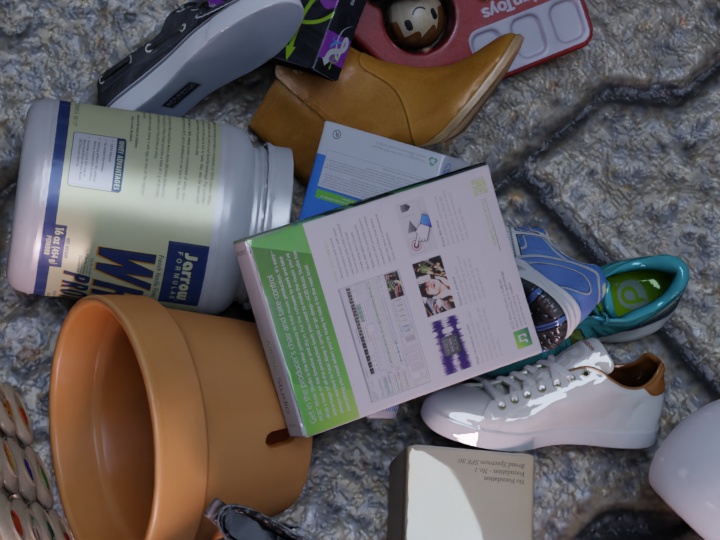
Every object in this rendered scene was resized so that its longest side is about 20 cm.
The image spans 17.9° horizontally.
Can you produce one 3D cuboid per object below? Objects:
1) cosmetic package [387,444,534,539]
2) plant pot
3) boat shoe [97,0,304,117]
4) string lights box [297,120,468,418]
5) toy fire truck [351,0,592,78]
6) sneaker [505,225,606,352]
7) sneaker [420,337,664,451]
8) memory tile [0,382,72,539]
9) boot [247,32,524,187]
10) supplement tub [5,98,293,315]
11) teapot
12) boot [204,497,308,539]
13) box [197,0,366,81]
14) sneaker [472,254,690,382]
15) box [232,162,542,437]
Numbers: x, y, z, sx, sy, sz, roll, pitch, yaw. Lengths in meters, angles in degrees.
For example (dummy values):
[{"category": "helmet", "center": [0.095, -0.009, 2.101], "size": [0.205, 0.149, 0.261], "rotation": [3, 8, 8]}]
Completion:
[{"category": "cosmetic package", "center": [0.072, 0.238, 1.698], "size": [0.103, 0.073, 0.202], "rotation": [4, 73, -10]}, {"category": "plant pot", "center": [-0.126, 0.113, 1.644], "size": [0.139, 0.200, 0.202], "rotation": [-4, 75, -30]}, {"category": "boat shoe", "center": [-0.128, -0.170, 1.731], "size": [0.070, 0.200, 0.067], "rotation": [9, 53, -48]}, {"category": "string lights box", "center": [0.000, 0.000, 1.703], "size": [0.102, 0.059, 0.202], "rotation": [18, 94, 22]}, {"category": "toy fire truck", "center": [0.075, -0.223, 1.815], "size": [0.199, 0.112, 0.169], "rotation": [-23, 99, -15]}, {"category": "sneaker", "center": [0.101, 0.000, 1.738], "size": [0.077, 0.076, 0.199], "rotation": [-29, 43, -33]}, {"category": "sneaker", "center": [0.141, 0.087, 1.734], "size": [0.198, 0.073, 0.085], "rotation": [0, 114, -24]}, {"category": "memory tile", "center": [-0.245, 0.138, 1.600], "size": [0.017, 0.200, 0.154], "rotation": [-22, 77, 2]}, {"category": "boot", "center": [0.015, -0.146, 1.762], "size": [0.144, 0.071, 0.201], "rotation": [43, 101, 6]}, {"category": "supplement tub", "center": [-0.157, -0.044, 1.693], "size": [0.198, 0.145, 0.146], "rotation": [8, 74, -8]}, {"category": "teapot", "center": [0.320, 0.155, 1.692], "size": [0.146, 0.200, 0.197], "rotation": [-50, 129, 5]}, {"category": "boot", "center": [-0.020, 0.231, 1.566], "size": [0.199, 0.174, 0.070], "rotation": [30, 77, 8]}, {"category": "box", "center": [-0.044, -0.258, 1.754], "size": [0.142, 0.036, 0.202], "rotation": [18, 87, 40]}, {"category": "sneaker", "center": [0.164, 0.028, 1.769], "size": [0.198, 0.080, 0.078], "rotation": [-20, 79, -14]}, {"category": "box", "center": [0.020, 0.020, 1.617], "size": [0.199, 0.036, 0.146], "rotation": [-18, 93, -25]}]
